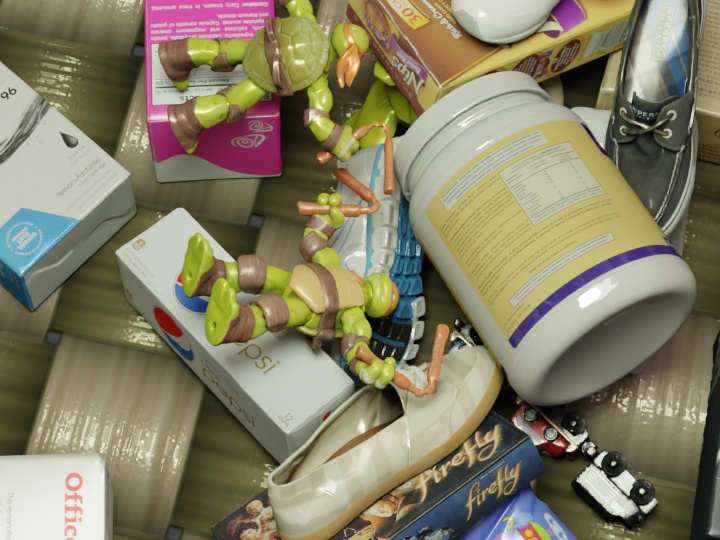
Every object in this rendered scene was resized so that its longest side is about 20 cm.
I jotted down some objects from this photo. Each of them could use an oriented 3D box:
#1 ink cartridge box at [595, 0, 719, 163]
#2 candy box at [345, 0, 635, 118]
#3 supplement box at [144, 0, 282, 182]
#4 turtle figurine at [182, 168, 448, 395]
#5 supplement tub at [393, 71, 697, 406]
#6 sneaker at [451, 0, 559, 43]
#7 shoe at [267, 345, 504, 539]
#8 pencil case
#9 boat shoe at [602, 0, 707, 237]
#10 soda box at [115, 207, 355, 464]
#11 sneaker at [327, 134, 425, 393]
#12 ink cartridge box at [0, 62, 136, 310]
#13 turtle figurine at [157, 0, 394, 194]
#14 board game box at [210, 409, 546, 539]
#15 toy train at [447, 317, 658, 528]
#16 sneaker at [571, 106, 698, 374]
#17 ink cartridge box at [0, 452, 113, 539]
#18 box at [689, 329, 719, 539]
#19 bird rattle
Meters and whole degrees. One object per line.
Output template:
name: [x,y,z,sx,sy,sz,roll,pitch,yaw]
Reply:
ink cartridge box: [0.294,-0.167,1.507,0.199,0.075,0.165,14,65,7]
candy box: [0.104,-0.193,1.428,0.200,0.057,0.117,-25,67,-23]
supplement box: [-0.114,-0.179,1.489,0.103,0.101,0.201,-2,67,-2]
turtle figurine: [-0.038,0.010,1.327,0.161,0.064,0.200,3,51,-30]
supplement tub: [0.123,-0.024,1.348,0.145,0.146,0.200,-26,64,-12]
sneaker: [0.138,-0.236,1.382,0.070,0.080,0.200,42,62,11]
shoe: [0.018,0.108,1.317,0.200,0.053,0.070,-38,31,-22]
pencil case: [0.135,0.232,1.320,0.087,0.078,0.200,-22,65,-41]
boat shoe: [0.209,-0.120,1.378,0.070,0.066,0.201,12,89,17]
soda box: [-0.089,0.049,1.390,0.064,0.068,0.200,-37,63,-19]
sneaker: [0.000,0.000,1.439,0.086,0.075,0.201,-1,72,40]
ink cartridge box: [-0.279,-0.081,1.460,0.200,0.068,0.116,39,70,16]
turtle figurine: [-0.057,-0.135,1.361,0.161,0.064,0.201,-16,83,15]
board game box: [0.010,0.158,1.334,0.200,0.035,0.135,-35,29,-15]
toy train: [0.132,0.110,1.403,0.046,0.034,0.200,-44,74,-5]
sneaker: [0.178,-0.026,1.452,0.115,0.074,0.201,7,78,26]
ink cartridge box: [-0.269,0.207,1.322,0.199,0.084,0.146,-2,66,-2]
box: [0.340,0.133,1.357,0.199,0.104,0.183,10,67,4]
bird rattle: [0.083,-0.149,1.504,0.163,0.113,0.200,44,58,5]
